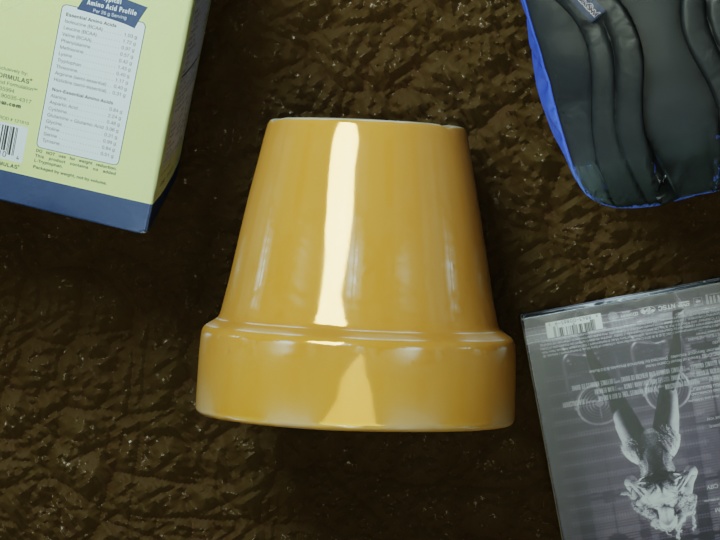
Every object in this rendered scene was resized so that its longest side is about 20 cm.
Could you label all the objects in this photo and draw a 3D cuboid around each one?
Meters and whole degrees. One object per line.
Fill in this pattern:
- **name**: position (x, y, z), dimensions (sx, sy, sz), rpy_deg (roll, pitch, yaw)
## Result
- **supplement box**: position (-0.197, -0.155, 1.378), dimensions (0.199, 0.134, 0.201), rpy_deg (13, 107, -1)
- **backpack**: position (0.180, -0.151, 1.346), dimensions (0.162, 0.168, 0.201), rpy_deg (-14, 111, 9)
- **plant pot**: position (0.000, 0.000, 1.399), dimensions (0.199, 0.200, 0.184), rpy_deg (2, 91, 2)
- **dvd case**: position (0.197, 0.111, 1.502), dimensions (0.148, 0.016, 0.201), rpy_deg (-11, 105, 5)
